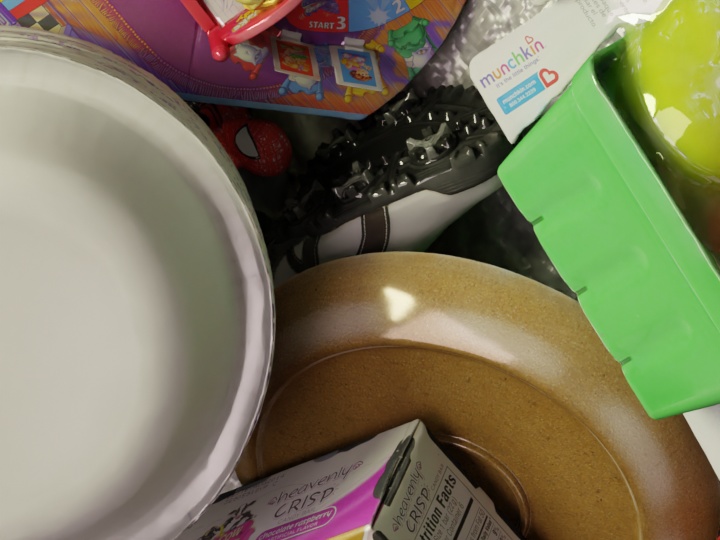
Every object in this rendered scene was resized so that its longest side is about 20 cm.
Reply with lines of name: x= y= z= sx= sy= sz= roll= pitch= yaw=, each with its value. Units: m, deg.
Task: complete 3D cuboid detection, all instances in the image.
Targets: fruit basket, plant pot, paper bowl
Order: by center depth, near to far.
fruit basket: x=0.158 y=-0.044 z=0.974 sx=0.200 sy=0.094 sz=0.186 roll=-34 pitch=88 yaw=25
paper bowl: x=-0.129 y=0.019 z=1.002 sx=0.200 sy=0.104 sz=0.202 roll=-1 pitch=102 yaw=-4
plant pot: x=0.036 y=0.079 z=1.079 sx=0.199 sy=0.028 sz=0.201 roll=13 pitch=133 yaw=14

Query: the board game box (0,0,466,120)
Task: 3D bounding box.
board game box: x=-0.048 y=-0.127 z=1.022 sx=0.199 sy=0.039 sz=0.159 roll=6 pitch=114 yaw=-11

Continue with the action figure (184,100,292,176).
action figure: x=-0.112 y=-0.069 z=1.141 sx=0.199 sy=0.065 sz=0.052 roll=18 pitch=134 yaw=27

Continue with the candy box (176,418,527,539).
candy box: x=0.025 y=0.161 z=1.094 sx=0.136 sy=0.061 sz=0.200 roll=-24 pitch=116 yaw=39

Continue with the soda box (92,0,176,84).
soda box: x=-0.078 y=-0.173 z=1.069 sx=0.070 sy=0.063 sz=0.201 roll=37 pitch=128 yaw=50

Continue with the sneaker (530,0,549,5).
sneaker: x=0.090 y=-0.191 z=0.954 sx=0.130 sy=0.079 sz=0.199 roll=51 pitch=137 yaw=-4

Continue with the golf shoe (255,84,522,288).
golf shoe: x=0.000 y=0.000 z=1.101 sx=0.200 sy=0.078 sz=0.095 roll=-29 pitch=109 yaw=38
